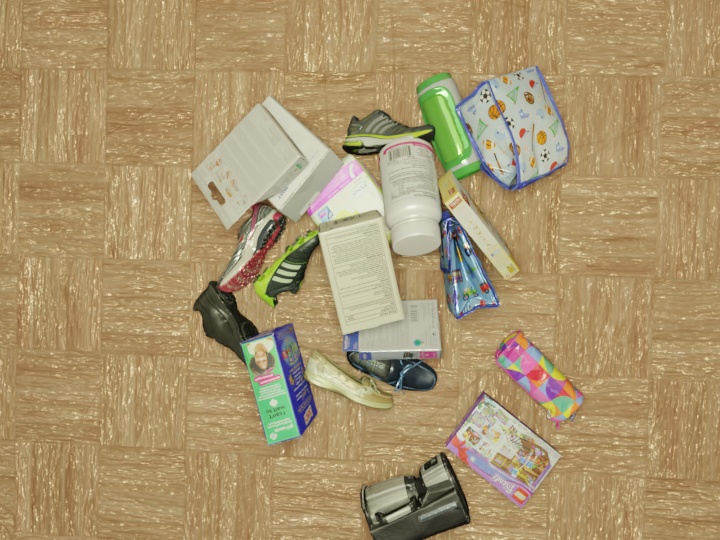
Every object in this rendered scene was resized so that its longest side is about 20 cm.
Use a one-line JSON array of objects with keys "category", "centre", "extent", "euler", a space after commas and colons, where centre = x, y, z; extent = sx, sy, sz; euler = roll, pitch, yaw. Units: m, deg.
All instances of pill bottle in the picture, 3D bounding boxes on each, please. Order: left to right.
[{"category": "pill bottle", "centre": [0.097, -0.140, 1.206], "extent": [0.110, 0.114, 0.205], "euler": [-6, 68, 4]}]

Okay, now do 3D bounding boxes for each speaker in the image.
[{"category": "speaker", "centre": [0.181, -0.287, 1.260], "extent": [0.087, 0.088, 0.204], "euler": [-21, 90, 4]}]

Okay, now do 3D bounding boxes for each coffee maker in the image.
[{"category": "coffee maker", "centre": [0.121, 0.494, 1.273], "extent": [0.196, 0.135, 0.195], "euler": [-22, 113, 5]}]

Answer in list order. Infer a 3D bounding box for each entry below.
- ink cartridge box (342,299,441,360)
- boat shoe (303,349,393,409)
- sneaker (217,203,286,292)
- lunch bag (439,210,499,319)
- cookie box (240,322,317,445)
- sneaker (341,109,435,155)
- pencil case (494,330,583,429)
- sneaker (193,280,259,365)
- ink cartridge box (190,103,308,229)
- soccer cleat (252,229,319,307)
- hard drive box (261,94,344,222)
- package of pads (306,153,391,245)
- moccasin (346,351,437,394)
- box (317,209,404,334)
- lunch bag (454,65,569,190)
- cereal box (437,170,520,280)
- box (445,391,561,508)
[{"category": "ink cartridge box", "centre": [0.063, 0.121, 1.270], "extent": [0.195, 0.042, 0.121], "euler": [-1, 53, 2]}, {"category": "boat shoe", "centre": [-0.018, 0.228, 1.290], "extent": [0.197, 0.073, 0.064], "euler": [22, 90, 1]}, {"category": "sneaker", "centre": [-0.235, -0.044, 1.306], "extent": [0.074, 0.081, 0.202], "euler": [33, 86, 17]}, {"category": "lunch bag", "centre": [0.196, -0.020, 1.230], "extent": [0.092, 0.151, 0.205], "euler": [-16, 90, 4]}, {"category": "cookie box", "centre": [-0.160, 0.222, 1.254], "extent": [0.074, 0.171, 0.205], "euler": [-16, 90, 7]}, {"category": "sneaker", "centre": [0.055, -0.285, 1.260], "extent": [0.195, 0.074, 0.083], "euler": [1, 84, 21]}, {"category": "pencil case", "centre": [0.358, 0.217, 1.259], "extent": [0.088, 0.088, 0.200], "euler": [-43, 86, 4]}, {"category": "sneaker", "centre": [-0.279, 0.124, 1.314], "extent": [0.090, 0.076, 0.202], "euler": [-39, 75, 17]}, {"category": "ink cartridge box", "centre": [-0.216, -0.197, 1.210], "extent": [0.200, 0.050, 0.162], "euler": [-44, 66, 11]}, {"category": "soccer cleat", "centre": [-0.138, -0.005, 1.294], "extent": [0.199, 0.068, 0.081], "euler": [-41, 101, 21]}, {"category": "hard drive box", "centre": [-0.157, -0.226, 1.257], "extent": [0.156, 0.077, 0.200], "euler": [-48, 65, 5]}, {"category": "package of pads", "centre": [-0.013, -0.118, 1.287], "extent": [0.153, 0.068, 0.202], "euler": [-37, 89, 6]}, {"category": "moccasin", "centre": [0.061, 0.210, 1.287], "extent": [0.195, 0.068, 0.083], "euler": [13, 92, 4]}, {"category": "box", "centre": [0.000, 0.000, 1.204], "extent": [0.125, 0.109, 0.205], "euler": [-13, 104, -1]}, {"category": "lunch bag", "centre": [0.301, -0.265, 1.206], "extent": [0.168, 0.123, 0.203], "euler": [-26, 86, -31]}, {"category": "cereal box", "centre": [0.225, -0.089, 1.202], "extent": [0.039, 0.145, 0.201], "euler": [-36, 109, 16]}, {"category": "box", "centre": [0.292, 0.367, 1.288], "extent": [0.199, 0.039, 0.138], "euler": [38, 93, 3]}]
